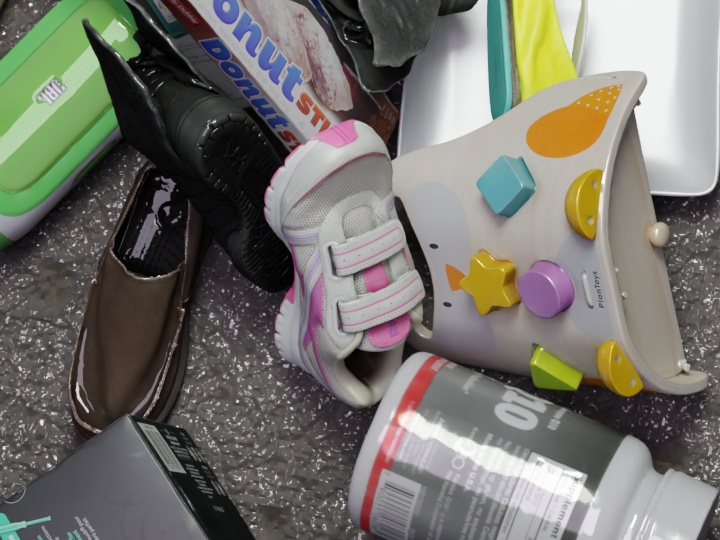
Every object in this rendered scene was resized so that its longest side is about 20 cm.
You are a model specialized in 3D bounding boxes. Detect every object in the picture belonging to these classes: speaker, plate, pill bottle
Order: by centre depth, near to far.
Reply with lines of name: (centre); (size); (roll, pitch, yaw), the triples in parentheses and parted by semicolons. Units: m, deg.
pill bottle: (0.103, 0.135, 1.573); (0.199, 0.114, 0.114); (22, 86, 12)
plate: (0.126, -0.144, 1.650); (0.199, 0.032, 0.201); (2, 81, 11)
speaker: (-0.186, -0.107, 1.676); (0.200, 0.088, 0.088); (-45, 77, 2)

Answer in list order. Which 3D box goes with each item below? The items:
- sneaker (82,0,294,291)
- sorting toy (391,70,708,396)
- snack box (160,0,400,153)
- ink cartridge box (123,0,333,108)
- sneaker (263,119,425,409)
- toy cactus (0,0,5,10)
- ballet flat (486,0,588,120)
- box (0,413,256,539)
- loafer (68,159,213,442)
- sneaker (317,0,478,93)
sneaker: (-0.094, -0.074, 1.585); (0.060, 0.200, 0.104); (-43, 55, -12)
sorting toy: (0.092, -0.004, 1.583); (0.179, 0.107, 0.201); (0, 113, 35)
snack box: (-0.050, -0.131, 1.580); (0.024, 0.200, 0.072); (-5, 48, 41)
ink cartridge box: (-0.097, -0.209, 1.606); (0.067, 0.200, 0.116); (-5, 37, 45)
sneaker: (0.000, 0.000, 1.570); (0.081, 0.201, 0.088); (-27, 48, -22)
toy cactus: (-0.232, -0.232, 1.711); (0.199, 0.102, 0.166); (21, 105, 10)
ballet flat: (0.103, -0.182, 1.618); (0.067, 0.067, 0.201); (-5, 83, -12)
box: (-0.170, 0.195, 1.596); (0.200, 0.149, 0.125); (-36, 78, 4)
loafer: (-0.141, 0.013, 1.656); (0.073, 0.071, 0.201); (12, 84, 12)
sneaker: (0.002, -0.204, 1.602); (0.104, 0.060, 0.200); (-18, 69, -30)
